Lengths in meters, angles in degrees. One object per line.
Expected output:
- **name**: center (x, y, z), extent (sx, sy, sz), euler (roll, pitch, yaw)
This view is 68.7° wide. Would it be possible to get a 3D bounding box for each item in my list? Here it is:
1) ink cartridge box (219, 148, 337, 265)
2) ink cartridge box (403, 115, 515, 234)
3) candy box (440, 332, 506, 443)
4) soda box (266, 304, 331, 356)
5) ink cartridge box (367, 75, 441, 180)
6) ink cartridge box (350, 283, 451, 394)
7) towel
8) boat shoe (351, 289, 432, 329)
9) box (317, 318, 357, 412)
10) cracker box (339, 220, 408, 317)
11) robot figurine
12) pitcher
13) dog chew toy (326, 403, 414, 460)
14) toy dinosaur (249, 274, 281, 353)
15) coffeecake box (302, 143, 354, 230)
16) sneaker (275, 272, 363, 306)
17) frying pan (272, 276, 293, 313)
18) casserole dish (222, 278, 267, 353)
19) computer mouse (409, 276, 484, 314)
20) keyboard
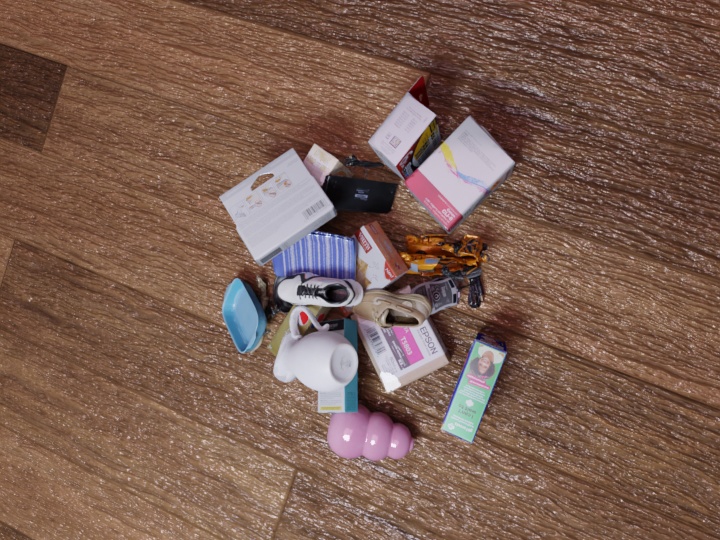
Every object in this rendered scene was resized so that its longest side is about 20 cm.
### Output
- **ink cartridge box**: center (-0.177, -0.137, 1.123), extent (0.198, 0.044, 0.175), euler (-34, 70, -3)
- **ink cartridge box**: center (0.219, -0.205, 1.164), extent (0.200, 0.145, 0.145), euler (-45, 81, 8)
- **candy box**: center (0.248, 0.247, 1.138), extent (0.076, 0.169, 0.203), euler (19, 93, 15)
- **soda box**: center (-0.139, 0.125, 1.248), extent (0.064, 0.067, 0.201), euler (40, 111, 17)
- **ink cartridge box**: center (0.117, -0.303, 1.159), extent (0.084, 0.200, 0.176), euler (41, 98, 9)
- **ink cartridge box**: center (0.093, 0.156, 1.221), extent (0.163, 0.075, 0.202), euler (-29, 82, 11)
- **towel**: center (-0.106, -0.027, 1.165), extent (0.196, 0.024, 0.147), euler (11, 130, 12)
- **boat shoe**: center (0.054, 0.087, 1.128), extent (0.198, 0.065, 0.072), euler (-4, 123, 38)
- **box**: center (-0.051, 0.215, 1.184), extent (0.081, 0.049, 0.204), euler (-11, 72, 37)
- **cracker box**: center (0.000, 0.000, 1.206), extent (0.200, 0.057, 0.135), euler (-41, 79, 40)
- **robot figurine**: center (0.187, -0.036, 1.175), extent (0.197, 0.146, 0.059), euler (1, 127, 22)
- **pitcher**: center (-0.097, 0.164, 1.125), extent (0.198, 0.120, 0.175), euler (-3, 83, 48)
- **dog chew toy**: center (0.025, 0.378, 1.214), extent (0.196, 0.125, 0.127), euler (12, 91, 3)
- **toy dinosaur**: center (-0.238, 0.116, 1.298), extent (0.088, 0.047, 0.204), euler (14, 98, 56)
- **coffeecake box**: center (-0.113, -0.174, 1.230), extent (0.073, 0.153, 0.201), euler (35, 96, 11)
- **sneaker**: center (-0.096, 0.041, 1.142), extent (0.196, 0.080, 0.075), euler (0, 90, 15)
- **frying pan**: center (-0.155, 0.015, 1.271), extent (0.115, 0.031, 0.192), euler (46, 114, 37)
- **casserole dish**: center (-0.280, 0.108, 1.277), extent (0.200, 0.038, 0.122), euler (51, 120, 40)
- **computer mouse**: center (0.188, 0.047, 1.184), extent (0.197, 0.044, 0.112), euler (-13, 92, -22)
- **keyboard**: center (0.004, -0.195, 1.193), extent (0.021, 0.197, 0.129), euler (38, 120, 46)
